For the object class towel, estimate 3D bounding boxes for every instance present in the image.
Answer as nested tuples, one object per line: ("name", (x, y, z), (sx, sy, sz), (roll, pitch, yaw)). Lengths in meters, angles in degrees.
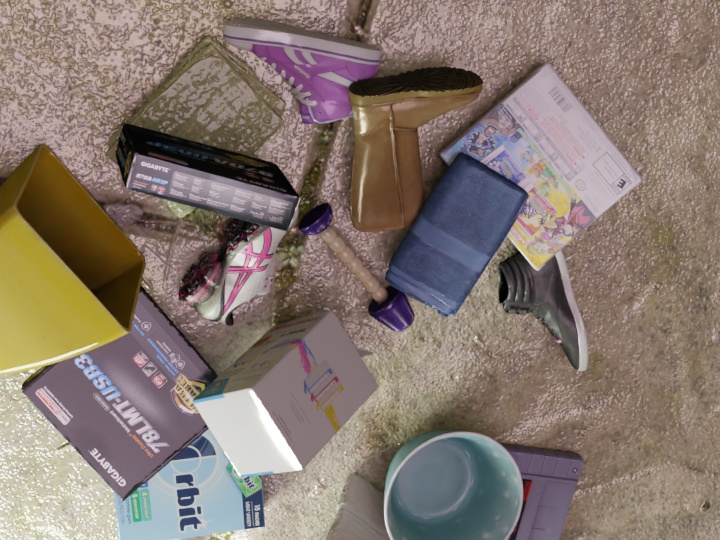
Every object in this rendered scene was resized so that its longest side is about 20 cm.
("towel", (-0.201, -0.175, 1.675), (0.200, 0.036, 0.148), (-46, 113, 5))
("towel", (0.122, -0.045, 1.729), (0.111, 0.049, 0.200), (31, 110, -1))
("towel", (0.036, 0.386, 1.885), (0.200, 0.133, 0.034), (41, 135, -21))

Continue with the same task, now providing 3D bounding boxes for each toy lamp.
("toy lamp", (0.000, 0.000, 1.771), (0.058, 0.058, 0.200), (-37, 111, 3))

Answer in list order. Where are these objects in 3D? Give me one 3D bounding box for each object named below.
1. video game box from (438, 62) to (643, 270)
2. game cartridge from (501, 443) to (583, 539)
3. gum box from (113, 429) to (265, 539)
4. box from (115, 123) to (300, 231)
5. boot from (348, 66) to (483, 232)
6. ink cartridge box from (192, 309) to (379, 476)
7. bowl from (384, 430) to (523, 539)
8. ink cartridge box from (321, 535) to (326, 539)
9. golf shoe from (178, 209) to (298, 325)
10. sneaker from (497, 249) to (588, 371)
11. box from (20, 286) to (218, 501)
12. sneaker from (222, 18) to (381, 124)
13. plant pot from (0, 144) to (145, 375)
("video game box", (0.232, -0.134, 1.752), (0.182, 0.047, 0.200), (-40, 97, 2))
("game cartridge", (0.236, 0.351, 1.960), (0.129, 0.038, 0.201), (7, 108, -19))
("gum box", (-0.234, 0.276, 1.824), (0.199, 0.045, 0.171), (-6, 110, -11))
("box", (-0.184, -0.112, 1.596), (0.199, 0.159, 0.046), (14, 105, -18))
("boot", (0.068, -0.151, 1.704), (0.174, 0.066, 0.201), (-5, 126, 0))
("ink cartridge box", (-0.086, 0.150, 1.726), (0.200, 0.128, 0.125), (-44, 109, -41))
("bowl", (0.113, 0.302, 1.868), (0.200, 0.105, 0.202), (-4, 103, -16))
("ink cartridge box", (-0.030, 0.501, 1.865), (0.146, 0.200, 0.147), (41, 97, -20))
("golf shoe", (-0.140, -0.016, 1.729), (0.092, 0.073, 0.200), (36, 109, -27))
("sneaker", (0.243, 0.056, 1.838), (0.099, 0.071, 0.201), (-20, 106, -2))
("box", (-0.295, 0.157, 1.737), (0.198, 0.050, 0.200), (-40, 102, -6))
("sneaker", (-0.080, -0.238, 1.659), (0.200, 0.073, 0.115), (12, 108, -16))
("plant pot", (-0.397, 0.004, 1.621), (0.176, 0.200, 0.200), (-33, 113, 13))
